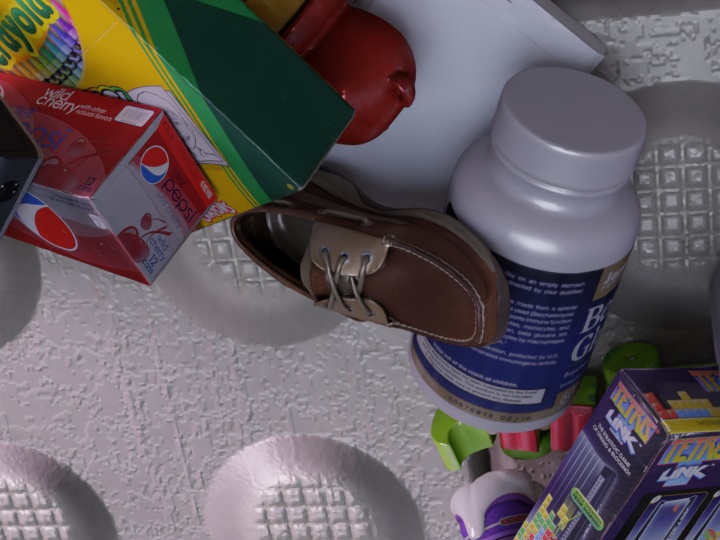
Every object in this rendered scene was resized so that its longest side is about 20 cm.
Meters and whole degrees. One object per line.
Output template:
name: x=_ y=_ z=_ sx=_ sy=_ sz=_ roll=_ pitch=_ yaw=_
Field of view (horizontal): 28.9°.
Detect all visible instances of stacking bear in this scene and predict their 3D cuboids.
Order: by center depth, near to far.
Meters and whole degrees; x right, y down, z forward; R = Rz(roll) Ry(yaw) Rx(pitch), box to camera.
stacking bear: x=-0.055 y=-0.148 z=0.774 sx=0.200 sy=0.114 sz=0.121 roll=42 pitch=158 yaw=-6

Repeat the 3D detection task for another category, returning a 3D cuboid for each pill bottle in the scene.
pill bottle: x=0.098 y=-0.011 z=0.811 sx=0.110 sy=0.112 sz=0.202 roll=15 pitch=130 yaw=3

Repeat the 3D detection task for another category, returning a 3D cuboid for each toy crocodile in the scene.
toy crocodile: x=0.144 y=0.092 z=0.904 sx=0.197 sy=0.062 sz=0.068 roll=-5 pitch=118 yaw=13

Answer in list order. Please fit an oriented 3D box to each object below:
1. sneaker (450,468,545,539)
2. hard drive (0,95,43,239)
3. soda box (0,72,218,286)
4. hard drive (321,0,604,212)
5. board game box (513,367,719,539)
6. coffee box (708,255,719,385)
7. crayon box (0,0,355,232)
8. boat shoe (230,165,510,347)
sneaker: x=0.125 y=0.213 z=0.943 sx=0.080 sy=0.084 sz=0.200 roll=-29 pitch=132 yaw=28
hard drive: x=-0.251 y=-0.031 z=0.734 sx=0.140 sy=0.033 sz=0.201 roll=49 pitch=122 yaw=22
soda box: x=-0.174 y=-0.057 z=0.751 sx=0.198 sy=0.064 sz=0.070 roll=17 pitch=150 yaw=37
hard drive: x=0.033 y=-0.098 z=0.843 sx=0.131 sy=0.026 sz=0.200 roll=36 pitch=118 yaw=-9
board game box: x=0.204 y=0.137 z=0.859 sx=0.198 sy=0.057 sz=0.166 roll=3 pitch=126 yaw=-35
coffee box: x=0.310 y=-0.006 z=0.736 sx=0.195 sy=0.200 sz=0.202 roll=12 pitch=120 yaw=4
crayon box: x=-0.119 y=-0.103 z=0.744 sx=0.172 sy=0.059 sz=0.199 roll=42 pitch=158 yaw=-17
boat shoe: x=0.000 y=0.000 z=0.789 sx=0.199 sy=0.071 sz=0.077 roll=23 pitch=125 yaw=45
